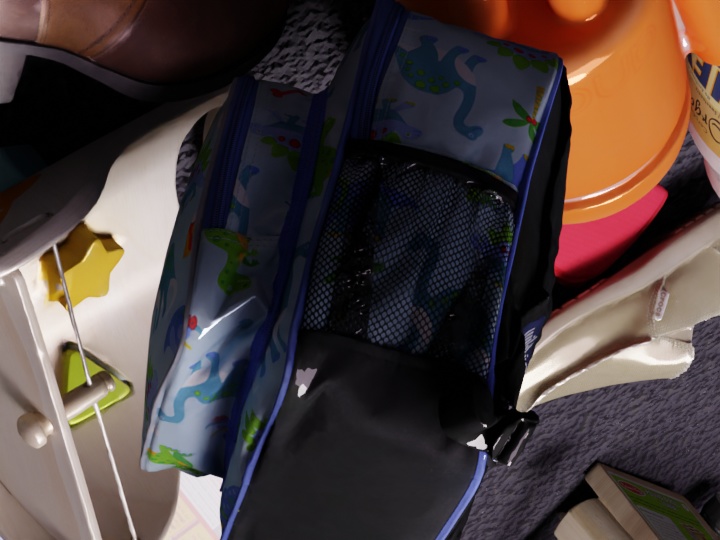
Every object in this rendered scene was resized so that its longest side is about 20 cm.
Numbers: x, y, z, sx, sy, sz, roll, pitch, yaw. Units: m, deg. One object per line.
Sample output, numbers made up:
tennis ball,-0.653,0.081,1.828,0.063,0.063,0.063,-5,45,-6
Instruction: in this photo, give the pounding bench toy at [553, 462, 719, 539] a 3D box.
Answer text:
pounding bench toy,0.140,0.220,1.554,0.156,0.124,0.200,-46,146,13

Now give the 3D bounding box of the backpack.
backpack,0.000,0.000,0.958,0.183,0.147,0.200,110,-2,-58

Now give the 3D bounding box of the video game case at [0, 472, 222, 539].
video game case,-0.095,0.130,1.225,0.200,0.017,0.143,-37,123,-4

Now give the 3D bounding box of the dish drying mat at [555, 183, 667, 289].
dish drying mat,0.093,-0.038,1.267,0.077,0.018,0.200,-47,149,11

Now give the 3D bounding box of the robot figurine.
robot figurine,0.080,-0.094,1.084,0.144,0.117,0.200,-46,150,-11

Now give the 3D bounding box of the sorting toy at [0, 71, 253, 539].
sorting toy,-0.101,0.004,1.043,0.180,0.107,0.200,-38,141,-27

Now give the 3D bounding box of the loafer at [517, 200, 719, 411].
loafer,0.144,0.034,1.348,0.200,0.068,0.076,-34,178,-11

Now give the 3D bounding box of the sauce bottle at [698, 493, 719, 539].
sauce bottle,0.185,0.232,1.683,0.200,0.065,0.065,-49,148,14

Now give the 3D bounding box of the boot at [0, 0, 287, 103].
boot,-0.081,-0.161,0.895,0.188,0.068,0.200,-4,128,-35

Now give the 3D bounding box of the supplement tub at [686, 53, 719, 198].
supplement tub,0.224,-0.115,1.182,0.144,0.144,0.200,-31,148,-13
